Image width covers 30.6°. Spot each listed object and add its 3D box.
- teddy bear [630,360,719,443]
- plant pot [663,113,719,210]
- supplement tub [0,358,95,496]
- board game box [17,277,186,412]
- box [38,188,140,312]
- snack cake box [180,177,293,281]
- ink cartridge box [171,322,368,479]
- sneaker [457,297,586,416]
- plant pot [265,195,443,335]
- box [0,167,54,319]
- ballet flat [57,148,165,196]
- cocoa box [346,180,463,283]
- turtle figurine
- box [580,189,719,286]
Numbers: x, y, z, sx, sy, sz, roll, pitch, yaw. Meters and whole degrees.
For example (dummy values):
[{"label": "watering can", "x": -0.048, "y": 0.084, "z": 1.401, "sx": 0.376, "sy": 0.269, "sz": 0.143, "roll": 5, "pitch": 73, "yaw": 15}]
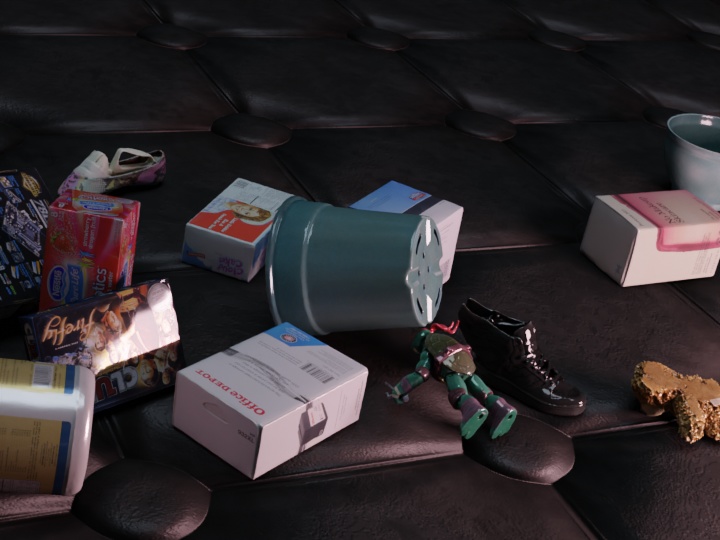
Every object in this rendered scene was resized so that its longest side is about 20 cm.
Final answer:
[{"label": "teddy bear", "x": 0.461, "y": 0.190, "z": 1.798, "sx": 0.200, "sy": 0.067, "sz": 0.145, "roll": 11, "pitch": 36, "yaw": -13}, {"label": "plant pot", "x": 0.663, "y": -0.196, "z": 2.493, "sx": 0.200, "sy": 0.134, "sz": 0.200, "roll": 7, "pitch": 28, "yaw": -4}, {"label": "supplement tub", "x": -0.397, "y": 0.167, "z": 1.436, "sx": 0.200, "sy": 0.145, "sz": 0.145, "roll": 7, "pitch": 28, "yaw": -14}, {"label": "board game box", "x": -0.311, "y": 0.097, "z": 1.618, "sx": 0.200, "sy": 0.136, "sz": 0.035, "roll": -19, "pitch": 12, "yaw": -42}, {"label": "box", "x": -0.351, "y": 0.007, "z": 1.693, "sx": 0.100, "sy": 0.200, "sz": 0.095, "roll": 11, "pitch": 18, "yaw": 1}, {"label": "snack cake box", "x": -0.181, "y": -0.065, "z": 2.036, "sx": 0.115, "sy": 0.067, "sz": 0.200, "roll": 19, "pitch": 29, "yaw": 12}, {"label": "ink cartridge box", "x": -0.111, "y": 0.156, "z": 1.628, "sx": 0.145, "sy": 0.084, "sz": 0.200, "roll": 29, "pitch": 33, "yaw": 30}, {"label": "sneaker", "x": 0.221, "y": 0.117, "z": 1.792, "sx": 0.200, "sy": 0.104, "sz": 0.060, "roll": 22, "pitch": 29, "yaw": 20}, {"label": "plant pot", "x": 0.000, "y": 0.000, "z": 1.783, "sx": 0.196, "sy": 0.201, "sz": 0.200, "roll": 2, "pitch": 24, "yaw": 20}, {"label": "box", "x": -0.474, "y": -0.039, "z": 1.773, "sx": 0.198, "sy": 0.050, "sz": 0.200, "roll": -17, "pitch": 73, "yaw": -57}, {"label": "ballet flat", "x": -0.401, "y": -0.163, "z": 2.137, "sx": 0.200, "sy": 0.071, "sz": 0.069, "roll": -17, "pitch": 39, "yaw": -40}, {"label": "cocoa box", "x": 0.045, "y": -0.031, "z": 1.976, "sx": 0.131, "sy": 0.134, "sz": 0.200, "roll": 22, "pitch": 30, "yaw": 22}, {"label": "turtle figurine", "x": 0.109, "y": 0.139, "z": 1.731, "sx": 0.150, "sy": 0.101, "sz": 0.200, "roll": -11, "pitch": 40, "yaw": -35}, {"label": "box", "x": 0.492, "y": -0.057, "z": 2.204, "sx": 0.200, "sy": 0.109, "sz": 0.128, "roll": -5, "pitch": 32, "yaw": -28}]
